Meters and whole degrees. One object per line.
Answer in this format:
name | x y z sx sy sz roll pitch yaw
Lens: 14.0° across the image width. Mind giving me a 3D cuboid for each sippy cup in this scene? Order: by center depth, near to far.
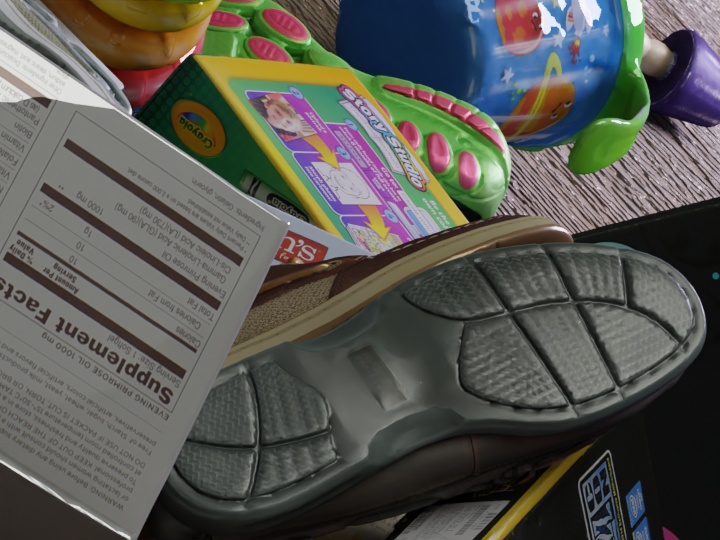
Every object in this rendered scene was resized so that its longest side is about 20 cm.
sippy cup | 0.059 -0.122 1.529 0.130 0.177 0.140 -17 106 -50

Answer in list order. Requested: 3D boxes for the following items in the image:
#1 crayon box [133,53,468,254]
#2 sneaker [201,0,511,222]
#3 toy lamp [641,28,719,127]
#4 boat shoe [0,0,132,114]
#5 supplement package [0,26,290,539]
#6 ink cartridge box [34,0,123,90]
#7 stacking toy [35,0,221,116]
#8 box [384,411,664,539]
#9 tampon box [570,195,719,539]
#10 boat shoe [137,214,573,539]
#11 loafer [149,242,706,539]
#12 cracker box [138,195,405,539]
crayon box | 0.000 0.000 1.234 0.119 0.058 0.200 0 48 -56
sneaker | -0.029 -0.065 1.369 0.199 0.084 0.077 30 41 10
toy lamp | 0.146 -0.148 1.774 0.199 0.058 0.058 28 28 -23
boat shoe | -0.117 -0.051 1.065 0.065 0.075 0.202 14 27 -51
supplement package | -0.145 0.008 0.893 0.155 0.200 0.111 34 67 -19
ink cartridge box | -0.185 -0.069 1.148 0.104 0.059 0.200 45 25 4
stacking toy | -0.082 -0.148 1.235 0.116 0.200 0.110 -8 71 -38
box | 0.068 0.160 1.024 0.160 0.049 0.201 -39 121 -61
tampon box | 0.182 0.038 1.149 0.126 0.199 0.151 -5 81 -84
boat shoe | -0.019 0.022 1.015 0.199 0.072 0.072 -27 46 -21
loafer | 0.019 0.046 0.971 0.199 0.063 0.072 -17 61 -20
cracker box | -0.024 0.075 1.054 0.133 0.058 0.200 25 44 4
